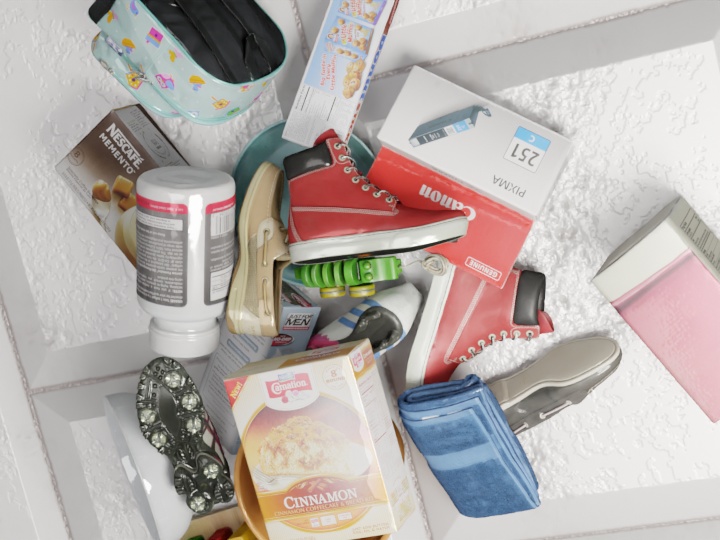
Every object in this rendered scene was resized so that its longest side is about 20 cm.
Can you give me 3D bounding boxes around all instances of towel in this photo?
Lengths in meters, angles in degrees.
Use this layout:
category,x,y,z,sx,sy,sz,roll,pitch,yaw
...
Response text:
category,x,y,z,sx,sy,sz,roll,pitch,yaw
towel,0.124,0.205,1.629,0.111,0.049,0.200,-15,128,22

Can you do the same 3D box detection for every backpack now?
category,x,y,z,sx,sy,sz,roll,pitch,yaw
backpack,-0.188,-0.257,1.605,0.200,0.176,0.154,42,129,6

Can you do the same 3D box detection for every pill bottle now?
category,x,y,z,sx,sy,sz,roll,pitch,yaw
pill bottle,-0.197,-0.009,1.615,0.110,0.111,0.201,9,109,16

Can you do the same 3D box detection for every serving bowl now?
category,x,y,z,sx,sy,sz,roll,pitch,yaw
serving bowl,-0.251,0.237,1.756,0.065,0.200,0.201,-21,97,-16

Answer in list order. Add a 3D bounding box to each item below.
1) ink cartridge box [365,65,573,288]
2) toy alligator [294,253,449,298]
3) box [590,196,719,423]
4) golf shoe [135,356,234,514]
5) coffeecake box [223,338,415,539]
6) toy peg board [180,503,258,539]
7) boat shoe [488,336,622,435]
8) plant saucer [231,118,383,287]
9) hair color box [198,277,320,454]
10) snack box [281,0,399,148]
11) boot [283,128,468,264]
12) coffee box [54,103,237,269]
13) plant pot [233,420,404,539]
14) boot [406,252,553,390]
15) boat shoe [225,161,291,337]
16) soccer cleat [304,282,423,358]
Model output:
category,x,y,z,sx,sy,sz,roll,pitch,yaw
ink cartridge box,0.108,-0.103,1.578,0.199,0.045,0.177,27,87,11
toy alligator,0.000,0.000,1.609,0.199,0.054,0.060,-3,97,31
box,0.355,0.039,1.515,0.109,0.128,0.200,-42,87,23
golf shoe,-0.206,0.183,1.663,0.077,0.088,0.201,-17,111,1
coffeecake box,-0.044,0.190,1.566,0.153,0.073,0.201,-13,98,22
toy peg board,-0.136,0.399,1.785,0.198,0.098,0.201,-20,97,22
boat shoe,0.216,0.135,1.627,0.199,0.067,0.057,-27,123,25
plant saucer,-0.056,-0.081,1.675,0.199,0.036,0.201,5,105,18
hair color box,-0.126,0.108,1.709,0.099,0.060,0.201,39,117,42
snack box,-0.021,-0.231,1.610,0.072,0.024,0.201,22,96,13
boot,0.015,-0.088,1.561,0.199,0.072,0.145,-5,84,9
coffee box,-0.253,-0.086,1.715,0.114,0.080,0.200,-39,90,21
plant pot,-0.032,0.232,1.687,0.199,0.140,0.201,4,105,17
boot,0.137,0.085,1.625,0.143,0.072,0.201,19,105,12
boat shoe,-0.103,-0.023,1.627,0.064,0.071,0.201,6,81,13
soccer cleat,0.002,0.076,1.682,0.070,0.086,0.200,51,136,-7
